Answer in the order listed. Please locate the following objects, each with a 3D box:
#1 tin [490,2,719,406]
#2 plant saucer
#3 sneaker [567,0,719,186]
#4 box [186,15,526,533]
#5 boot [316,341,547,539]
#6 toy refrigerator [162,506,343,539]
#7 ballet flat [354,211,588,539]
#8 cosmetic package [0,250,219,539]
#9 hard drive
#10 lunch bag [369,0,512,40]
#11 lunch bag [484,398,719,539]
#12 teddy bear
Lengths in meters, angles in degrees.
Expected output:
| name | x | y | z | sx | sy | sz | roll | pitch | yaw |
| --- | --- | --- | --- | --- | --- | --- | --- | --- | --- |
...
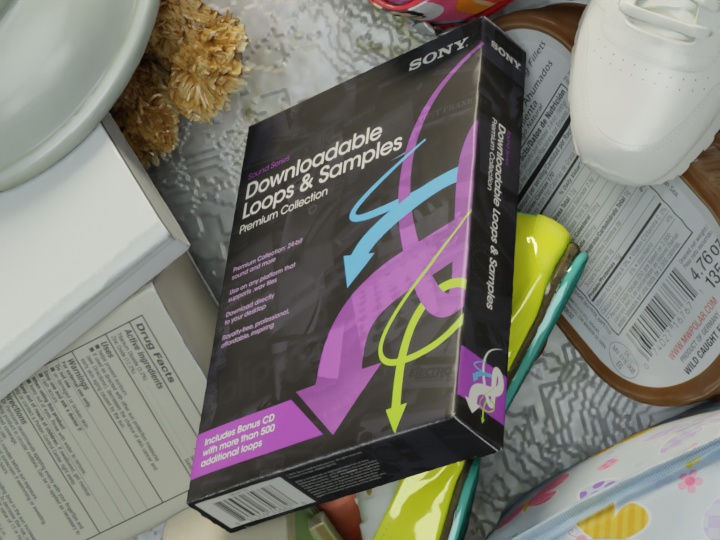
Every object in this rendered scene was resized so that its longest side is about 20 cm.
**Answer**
| name | x | y | z | sx | sy | sz | roll | pitch | yaw |
| --- | --- | --- | --- | --- | --- | --- | --- | --- | --- |
| tin | 0.108 | -0.030 | 0.869 | 0.200 | 0.042 | 0.112 | 53 | 128 | 26 |
| plant saucer | -0.182 | -0.131 | 0.865 | 0.199 | 0.050 | 0.202 | -5 | 75 | 19 |
| sneaker | 0.135 | -0.131 | 0.807 | 0.076 | 0.081 | 0.201 | 21 | 79 | 12 |
| box | 0.000 | 0.000 | 0.844 | 0.142 | 0.036 | 0.201 | -22 | 46 | 35 |
| boot | 0.024 | 0.089 | 0.929 | 0.200 | 0.075 | 0.107 | -40 | 105 | 5 |
| toy refrigerator | -0.007 | 0.187 | 0.883 | 0.070 | 0.076 | 0.201 | -27 | 117 | 12 |
| ballet flat | 0.032 | 0.066 | 0.856 | 0.067 | 0.067 | 0.201 | 23 | 92 | 6 |
| cosmetic package | -0.148 | 0.079 | 0.911 | 0.199 | 0.073 | 0.104 | -26 | 104 | 12 |
| hard drive | -0.184 | 0.001 | 0.874 | 0.200 | 0.026 | 0.132 | -38 | 62 | 8 |
| lunch bag | 0.022 | -0.208 | 0.876 | 0.176 | 0.082 | 0.201 | -36 | 70 | 22 |
| lunch bag | 0.154 | 0.119 | 0.844 | 0.199 | 0.170 | 0.128 | -31 | 87 | 11 |
| teddy bear | -0.124 | -0.144 | 0.925 | 0.145 | 0.067 | 0.201 | -10 | 99 | 49 |
